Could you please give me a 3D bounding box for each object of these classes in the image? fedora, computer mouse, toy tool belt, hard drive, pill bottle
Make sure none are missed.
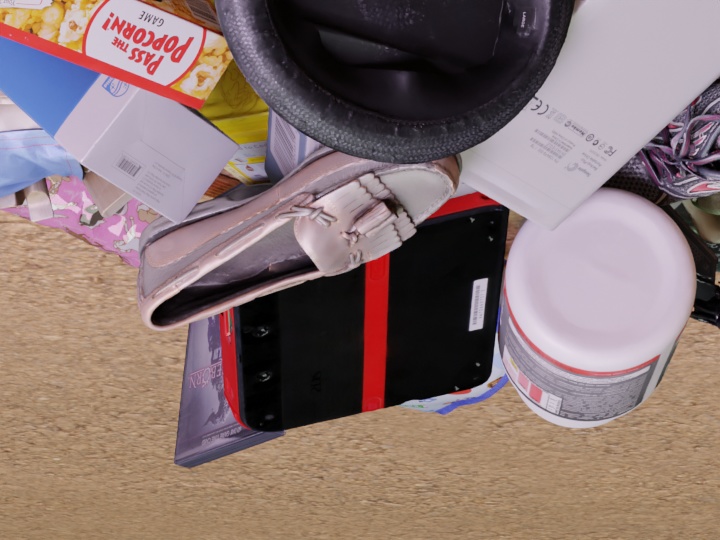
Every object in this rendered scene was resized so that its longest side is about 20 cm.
[{"bbox_3d":[0.010,-0.155,1.134,0.200,0.201,0.092,11,-168,-21],"label":"fedora"},{"bbox_3d":[0.189,-0.018,1.451,0.200,0.053,0.138,45,176,-8],"label":"computer mouse"},{"bbox_3d":[-0.242,-0.075,1.352,0.199,0.123,0.125,-13,175,13],"label":"toy tool belt"},{"bbox_3d":[0.139,-0.114,1.208,0.200,0.027,0.132,-44,141,18],"label":"hard drive"},{"bbox_3d":[0.145,0.032,1.379,0.115,0.116,0.200,3,162,2],"label":"pill bottle"}]

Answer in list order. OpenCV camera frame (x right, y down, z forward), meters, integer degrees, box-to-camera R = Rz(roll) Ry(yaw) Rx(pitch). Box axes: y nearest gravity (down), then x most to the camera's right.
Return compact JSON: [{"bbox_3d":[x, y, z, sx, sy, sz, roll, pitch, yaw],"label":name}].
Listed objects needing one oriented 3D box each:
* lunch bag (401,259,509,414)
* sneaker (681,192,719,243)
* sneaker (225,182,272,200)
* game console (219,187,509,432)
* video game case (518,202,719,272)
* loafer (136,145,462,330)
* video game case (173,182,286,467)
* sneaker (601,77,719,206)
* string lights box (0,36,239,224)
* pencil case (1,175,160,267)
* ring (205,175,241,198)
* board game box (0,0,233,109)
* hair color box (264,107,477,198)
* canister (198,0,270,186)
[{"bbox_3d":[0.034,0.038,1.727,0.169,0.124,0.200,10,169,-16],"label":"lunch bag"},{"bbox_3d":[0.235,-0.080,1.369,0.067,0.090,0.200,2,162,6],"label":"sneaker"},{"bbox_3d":[0.000,0.000,1.398,0.199,0.080,0.075,9,160,-23],"label":"sneaker"},{"bbox_3d":[0.001,0.026,1.338,0.176,0.031,0.200,-13,145,-10],"label":"game console"},{"bbox_3d":[0.232,-0.047,1.587,0.181,0.023,0.200,8,161,-12],"label":"video game case"},{"bbox_3d":[-0.034,-0.015,1.188,0.199,0.063,0.072,-19,132,23],"label":"loafer"},{"bbox_3d":[-0.084,0.030,1.532,0.019,0.201,0.143,16,159,-28],"label":"video game case"},{"bbox_3d":[0.200,-0.080,1.283,0.081,0.075,0.200,52,142,-11],"label":"sneaker"},{"bbox_3d":[-0.170,-0.115,1.208,0.200,0.059,0.103,41,-177,31],"label":"string lights box"},{"bbox_3d":[-0.220,-0.067,1.498,0.199,0.083,0.087,21,123,-32],"label":"pencil case"},{"bbox_3d":[-0.055,-0.074,1.564,0.199,0.019,0.201,3,161,1],"label":"ring"},{"bbox_3d":[-0.174,-0.167,1.101,0.200,0.152,0.046,19,115,-37],"label":"board game box"},{"bbox_3d":[0.049,-0.096,1.243,0.199,0.061,0.099,-14,140,-18],"label":"hair color box"},{"bbox_3d":[-0.029,-0.097,1.366,0.148,0.087,0.200,-7,158,24],"label":"canister"}]
